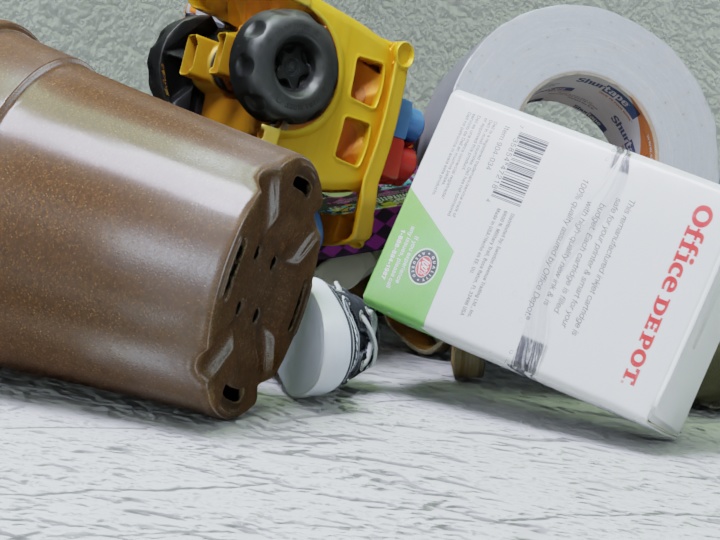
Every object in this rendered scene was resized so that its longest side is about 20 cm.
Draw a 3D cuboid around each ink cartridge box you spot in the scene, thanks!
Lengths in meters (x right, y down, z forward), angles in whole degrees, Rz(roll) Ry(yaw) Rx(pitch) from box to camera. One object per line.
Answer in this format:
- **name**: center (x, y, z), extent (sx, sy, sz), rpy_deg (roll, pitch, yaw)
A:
- **ink cartridge box**: center (0.125, -0.004, 1.190), extent (0.199, 0.146, 0.084), rpy_deg (23, -3, 25)

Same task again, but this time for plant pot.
- **plant pot**: center (-0.138, -0.016, 1.085), extent (0.197, 0.201, 0.200), rpy_deg (18, 9, 17)

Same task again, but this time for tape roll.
- **tape roll**: center (0.142, -0.075, 1.331), extent (0.199, 0.202, 0.066), rpy_deg (5, -13, -15)

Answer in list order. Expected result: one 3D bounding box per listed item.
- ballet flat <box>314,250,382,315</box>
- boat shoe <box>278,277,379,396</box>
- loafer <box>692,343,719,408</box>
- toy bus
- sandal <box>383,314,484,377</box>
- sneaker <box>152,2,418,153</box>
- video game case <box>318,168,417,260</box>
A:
- **ballet flat**: center (0.000, 0.000, 1.410), extent (0.072, 0.072, 0.200), rpy_deg (12, 24, 38)
- **boat shoe**: center (-0.019, 0.040, 1.213), extent (0.067, 0.072, 0.200), rpy_deg (4, 0, -13)
- **loafer**: center (0.231, 0.063, 1.297), extent (0.199, 0.076, 0.070), rpy_deg (-1, 10, 10)
- **toy bus**: center (-0.041, -0.073, 1.270), extent (0.191, 0.201, 0.135), rpy_deg (19, -8, -36)
- **sandal**: center (0.050, 0.025, 1.388), extent (0.069, 0.078, 0.212), rpy_deg (3, 13, 0)
- **sneaker**: center (-0.059, -0.104, 1.415), extent (0.199, 0.112, 0.078), rpy_deg (27, -7, -3)
- **video game case**: center (0.021, -0.061, 1.431), extent (0.199, 0.036, 0.181), rpy_deg (-10, 20, -16)
